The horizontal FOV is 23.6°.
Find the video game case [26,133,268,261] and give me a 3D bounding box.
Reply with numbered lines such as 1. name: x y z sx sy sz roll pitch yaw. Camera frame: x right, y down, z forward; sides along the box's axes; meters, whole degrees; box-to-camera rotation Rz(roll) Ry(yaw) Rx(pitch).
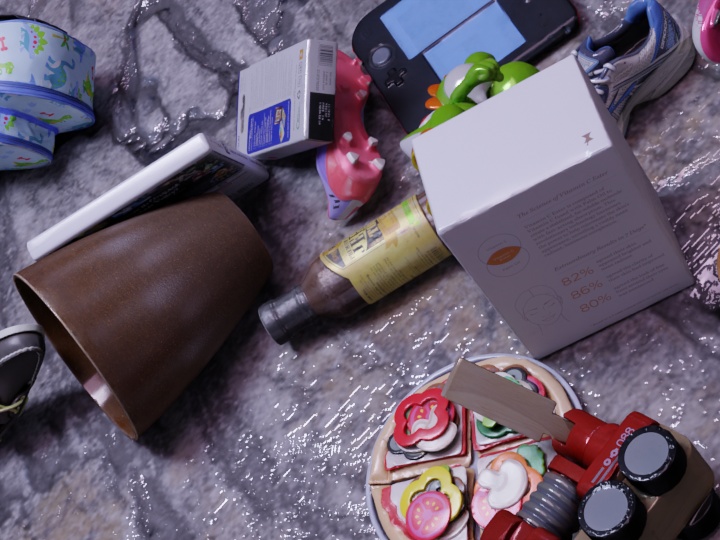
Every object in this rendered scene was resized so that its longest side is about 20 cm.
1. video game case: -0.199 -0.059 1.650 0.199 0.182 0.023 -31 78 10

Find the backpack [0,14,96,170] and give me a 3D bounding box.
1. backpack: -0.390 -0.188 1.865 0.198 0.183 0.148 -6 78 25

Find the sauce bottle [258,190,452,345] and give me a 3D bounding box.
1. sauce bottle: 0.000 0.000 1.546 0.199 0.065 0.065 -32 46 8

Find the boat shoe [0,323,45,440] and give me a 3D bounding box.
1. boat shoe: -0.349 0.121 1.645 0.201 0.071 0.061 -46 53 43

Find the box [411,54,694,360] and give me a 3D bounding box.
1. box: 0.156 -0.046 1.384 0.151 0.200 0.107 -26 47 13

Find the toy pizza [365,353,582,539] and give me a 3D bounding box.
1. toy pizza: 0.089 0.152 1.400 0.199 0.032 0.202 -17 50 22

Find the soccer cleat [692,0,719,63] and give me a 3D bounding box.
1. soccer cleat: 0.338 -0.263 1.527 0.086 0.070 0.201 9 60 55

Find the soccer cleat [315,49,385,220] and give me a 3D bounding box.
1. soccer cleat: -0.023 -0.137 1.662 0.077 0.066 0.201 -55 34 35

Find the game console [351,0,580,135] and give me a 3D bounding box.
1. game console: 0.097 -0.236 1.679 0.199 0.031 0.177 -36 46 7

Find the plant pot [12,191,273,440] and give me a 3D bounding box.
1. plant pot: -0.186 0.021 1.591 0.200 0.188 0.187 -38 44 -15

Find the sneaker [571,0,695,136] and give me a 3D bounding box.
1. sneaker: 0.205 -0.161 1.516 0.200 0.085 0.077 -50 46 -7

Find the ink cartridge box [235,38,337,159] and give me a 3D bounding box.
1. ink cartridge box: -0.075 -0.161 1.671 0.200 0.037 0.096 174 99 -65

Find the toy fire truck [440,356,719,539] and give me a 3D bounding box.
1. toy fire truck: 0.139 0.166 1.297 0.176 0.129 0.199 -51 41 -9

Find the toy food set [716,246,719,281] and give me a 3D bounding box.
1. toy food set: 0.384 -0.018 1.321 0.200 0.049 0.198 -40 46 1

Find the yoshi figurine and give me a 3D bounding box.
1. yoshi figurine: 0.115 -0.132 1.528 0.112 0.112 0.201 -48 13 39
